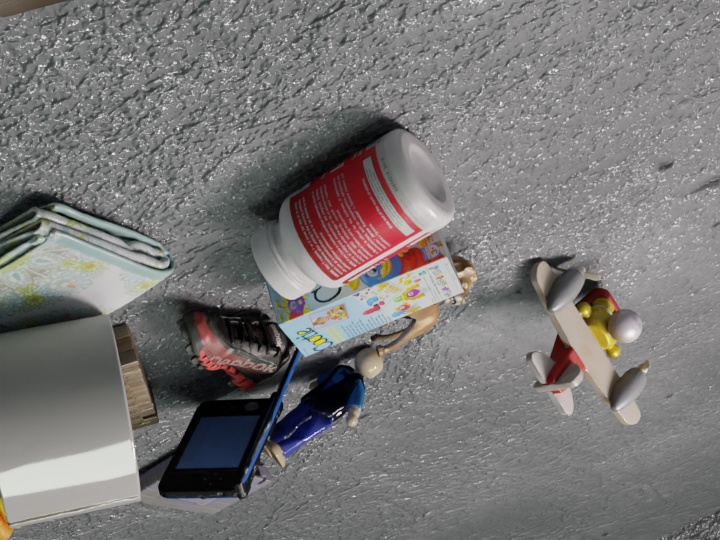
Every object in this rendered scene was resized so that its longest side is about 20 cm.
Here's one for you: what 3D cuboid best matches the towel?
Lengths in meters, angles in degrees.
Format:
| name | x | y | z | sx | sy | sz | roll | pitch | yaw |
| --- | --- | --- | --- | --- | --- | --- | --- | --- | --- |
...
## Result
| name | x | y | z | sx | sy | sz | roll | pitch | yaw |
| --- | --- | --- | --- | --- | --- | --- | --- | --- | --- |
| towel | -0.315 | 0.004 | 1.394 | 0.171 | 0.048 | 0.200 | -28 | 151 | 23 |

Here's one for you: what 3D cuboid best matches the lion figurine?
| name | x | y | z | sx | sy | sz | roll | pitch | yaw |
| --- | --- | --- | --- | --- | --- | --- | --- | --- | --- |
| lion figurine | 0.073 | 0.041 | 1.691 | 0.122 | 0.073 | 0.200 | -21 | 167 | -13 |

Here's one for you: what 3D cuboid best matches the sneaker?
| name | x | y | z | sx | sy | sz | roll | pitch | yaw |
| --- | --- | --- | --- | --- | --- | --- | --- | --- | --- |
| sneaker | -0.145 | 0.084 | 1.614 | 0.097 | 0.071 | 0.200 | -25 | 154 | 12 |

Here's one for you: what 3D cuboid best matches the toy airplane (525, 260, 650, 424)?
| name | x | y | z | sx | sy | sz | roll | pitch | yaw |
| --- | --- | --- | --- | --- | --- | --- | --- | --- | --- |
| toy airplane | 0.301 | 0.094 | 1.770 | 0.141 | 0.201 | 0.199 | -24 | 152 | 32 |

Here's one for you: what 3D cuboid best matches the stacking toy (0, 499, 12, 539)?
| name | x | y | z | sx | sy | sz | roll | pitch | yaw |
| --- | --- | --- | --- | --- | --- | --- | --- | --- | --- |
| stacking toy | -0.454 | 0.295 | 1.789 | 0.199 | 0.110 | 0.116 | -28 | 150 | -7 |

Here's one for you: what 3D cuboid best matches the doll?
| name | x | y | z | sx | sy | sz | roll | pitch | yaw |
| --- | --- | --- | --- | --- | --- | --- | --- | --- | --- |
| doll | -0.045 | 0.178 | 1.794 | 0.200 | 0.136 | 0.049 | -40 | 120 | -15 |

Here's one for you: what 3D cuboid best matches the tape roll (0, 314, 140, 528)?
| name | x | y | z | sx | sy | sz | roll | pitch | yaw |
| --- | --- | --- | --- | --- | --- | --- | --- | --- | --- |
| tape roll | -0.314 | 0.156 | 1.410 | 0.138 | 0.204 | 0.203 | -11 | 151 | -13 |

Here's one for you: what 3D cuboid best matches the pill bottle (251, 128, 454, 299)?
| name | x | y | z | sx | sy | sz | roll | pitch | yaw |
| --- | --- | --- | --- | --- | --- | --- | --- | --- | --- |
| pill bottle | -0.011 | -0.053 | 1.407 | 0.199 | 0.113 | 0.112 | -30 | 150 | 20 |

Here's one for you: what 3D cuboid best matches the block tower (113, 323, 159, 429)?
| name | x | y | z | sx | sy | sz | roll | pitch | yaw |
| --- | --- | --- | --- | --- | --- | --- | --- | --- | --- |
| block tower | -0.287 | 0.134 | 1.633 | 0.057 | 0.054 | 0.200 | -16 | 153 | -6 |

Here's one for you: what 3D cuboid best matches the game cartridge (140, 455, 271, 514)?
| name | x | y | z | sx | sy | sz | roll | pitch | yaw |
| --- | --- | --- | --- | --- | --- | --- | --- | --- | --- |
| game cartridge | -0.242 | 0.316 | 2.010 | 0.129 | 0.039 | 0.200 | -28 | 151 | 24 |

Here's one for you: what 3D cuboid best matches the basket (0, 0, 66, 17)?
| name | x | y | z | sx | sy | sz | roll | pitch | yaw |
| --- | --- | --- | --- | --- | --- | --- | --- | --- | --- |
| basket | -0.177 | -0.261 | 0.919 | 0.199 | 0.137 | 0.180 | -18 | 158 | 7 |

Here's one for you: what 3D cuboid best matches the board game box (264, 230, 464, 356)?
| name | x | y | z | sx | sy | sz | roll | pitch | yaw |
| --- | --- | --- | --- | --- | --- | --- | --- | --- | --- |
| board game box | 0.000 | 0.000 | 1.517 | 0.199 | 0.104 | 0.105 | -22 | 152 | 5 |

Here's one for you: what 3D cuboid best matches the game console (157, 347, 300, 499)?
| name | x | y | z | sx | sy | sz | roll | pitch | yaw |
| --- | --- | --- | --- | --- | --- | --- | --- | --- | --- |
| game console | -0.159 | 0.182 | 1.694 | 0.169 | 0.200 | 0.119 | -3 | 118 | 14 |
